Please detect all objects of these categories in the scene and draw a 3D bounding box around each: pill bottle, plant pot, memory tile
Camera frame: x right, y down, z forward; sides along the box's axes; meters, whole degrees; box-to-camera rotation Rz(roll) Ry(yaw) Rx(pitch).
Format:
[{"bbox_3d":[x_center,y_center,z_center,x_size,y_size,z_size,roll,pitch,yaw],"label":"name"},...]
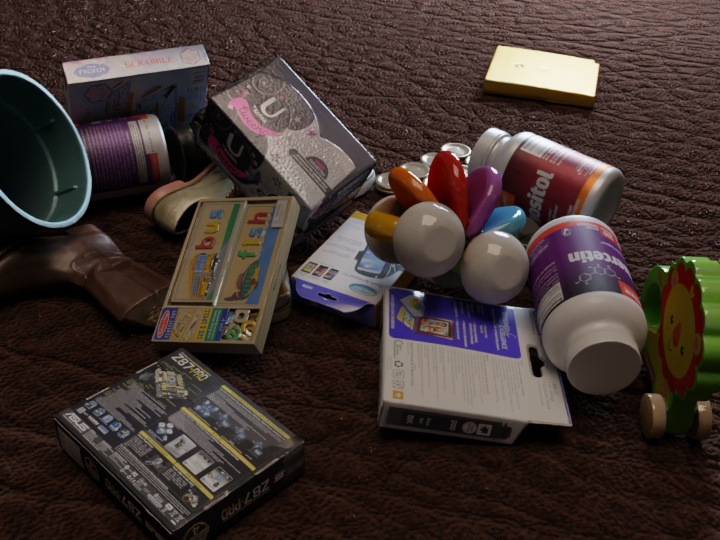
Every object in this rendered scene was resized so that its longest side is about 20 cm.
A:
[{"bbox_3d":[0.248,0.037,1.033,0.111,0.113,0.201,1,39,-2],"label":"pill bottle"},{"bbox_3d":[-0.475,-0.116,1.162,0.195,0.201,0.201,-20,28,23],"label":"plant pot"},{"bbox_3d":[-0.376,-0.151,1.315,0.198,0.112,0.112,-12,37,-20],"label":"pill bottle"},{"bbox_3d":[0.132,-0.133,1.403,0.199,0.017,0.153,-27,44,-37],"label":"memory tile"},{"bbox_3d":[0.253,-0.122,1.303,0.199,0.114,0.113,28,42,29],"label":"pill bottle"},{"bbox_3d":[-0.181,-0.193,1.387,0.198,0.113,0.112,-18,39,-26],"label":"pill bottle"}]

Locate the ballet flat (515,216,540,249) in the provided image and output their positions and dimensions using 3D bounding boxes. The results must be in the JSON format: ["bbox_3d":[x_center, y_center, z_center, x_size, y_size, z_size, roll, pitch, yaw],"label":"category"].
[{"bbox_3d":[0.236,0.003,1.196,0.067,0.047,0.201,-13,42,-16],"label":"ballet flat"}]

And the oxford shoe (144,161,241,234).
[{"bbox_3d":[-0.197,-0.102,1.301,0.199,0.071,0.074,-33,52,-26],"label":"oxford shoe"}]

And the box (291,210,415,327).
[{"bbox_3d":[0.000,0.000,1.185,0.118,0.042,0.200,18,40,21],"label":"box"}]

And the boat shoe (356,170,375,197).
[{"bbox_3d":[-0.063,-0.129,1.349,0.199,0.057,0.069,-19,40,-28],"label":"boat shoe"}]

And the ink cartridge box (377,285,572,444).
[{"bbox_3d":[0.118,0.103,1.032,0.198,0.044,0.199,8,35,-3],"label":"ink cartridge box"}]

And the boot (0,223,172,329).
[{"bbox_3d":[-0.328,0.025,1.115,0.199,0.065,0.186,33,47,30],"label":"boot"}]

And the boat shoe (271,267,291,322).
[{"bbox_3d":[-0.125,-0.021,1.180,0.074,0.069,0.200,-10,36,-17],"label":"boat shoe"}]

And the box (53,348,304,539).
[{"bbox_3d":[-0.177,0.170,0.919,0.199,0.049,0.161,30,45,34],"label":"box"}]

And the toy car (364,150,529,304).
[{"bbox_3d":[0.109,-0.058,1.095,0.199,0.151,0.175,22,1,-20],"label":"toy car"}]

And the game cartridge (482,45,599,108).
[{"bbox_3d":[0.336,-0.358,1.732,0.198,0.033,0.177,12,36,10],"label":"game cartridge"}]

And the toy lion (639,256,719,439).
[{"bbox_3d":[0.331,0.063,0.975,0.068,0.193,0.201,2,34,0],"label":"toy lion"}]

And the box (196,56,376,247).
[{"bbox_3d":[-0.101,-0.158,1.250,0.200,0.115,0.132,47,59,7],"label":"box"}]

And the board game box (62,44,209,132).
[{"bbox_3d":[-0.327,-0.236,1.370,0.198,0.200,0.041,-13,65,-22],"label":"board game box"}]

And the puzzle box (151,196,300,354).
[{"bbox_3d":[-0.154,0.002,1.089,0.132,0.025,0.202,-1,57,21],"label":"puzzle box"}]
